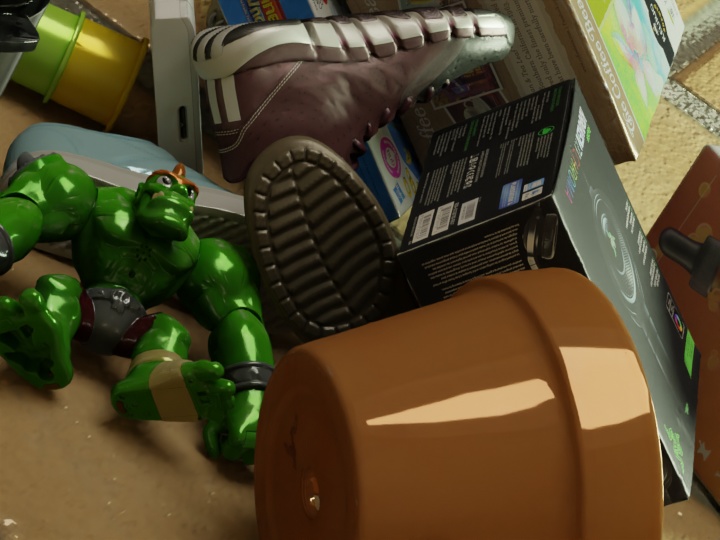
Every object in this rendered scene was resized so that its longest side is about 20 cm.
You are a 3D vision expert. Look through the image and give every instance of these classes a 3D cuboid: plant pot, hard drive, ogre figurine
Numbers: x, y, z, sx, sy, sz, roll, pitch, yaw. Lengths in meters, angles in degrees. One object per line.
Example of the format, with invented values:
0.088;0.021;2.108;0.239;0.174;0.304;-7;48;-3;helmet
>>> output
0.037;0.102;1.368;0.139;0.201;0.201;-3;40;-23;plant pot
-0.108;-0.135;1.665;0.026;0.133;0.200;-4;33;-4;hard drive
-0.122;0.010;1.448;0.198;0.098;0.120;13;47;-5;ogre figurine

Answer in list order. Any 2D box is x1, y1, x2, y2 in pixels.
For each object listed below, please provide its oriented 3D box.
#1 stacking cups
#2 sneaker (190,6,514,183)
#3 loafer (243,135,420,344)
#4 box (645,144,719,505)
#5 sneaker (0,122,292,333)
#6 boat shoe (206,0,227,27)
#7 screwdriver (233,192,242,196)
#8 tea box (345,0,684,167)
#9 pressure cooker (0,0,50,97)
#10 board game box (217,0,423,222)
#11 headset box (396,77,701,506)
-0.220;-0.147;1.637;0.199;0.061;0.061;25;27;-12;stacking cups
-0.001;-0.083;1.589;0.199;0.116;0.076;-7;4;-30;sneaker
-0.007;0.016;1.523;0.201;0.076;0.067;64;-6;-21;loafer
0.253;0.048;1.708;0.106;0.153;0.200;4;37;-42;box
-0.098;-0.034;1.561;0.199;0.074;0.082;23;32;-18;sneaker
-0.066;-0.150;1.816;0.062;0.072;0.200;-1;31;0;boat shoe
0.000;0.000;1.657;0.199;0.028;0.029;22;57;-17;screwdriver
0.089;-0.174;1.736;0.201;0.133;0.197;64;26;-22;tea box
-0.246;-0.153;1.465;0.175;0.201;0.179;27;28;-11;pressure cooker
-0.007;-0.142;1.744;0.201;0.056;0.196;67;25;-12;board game box
0.109;0.027;1.565;0.174;0.092;0.201;-70;138;-65;headset box
